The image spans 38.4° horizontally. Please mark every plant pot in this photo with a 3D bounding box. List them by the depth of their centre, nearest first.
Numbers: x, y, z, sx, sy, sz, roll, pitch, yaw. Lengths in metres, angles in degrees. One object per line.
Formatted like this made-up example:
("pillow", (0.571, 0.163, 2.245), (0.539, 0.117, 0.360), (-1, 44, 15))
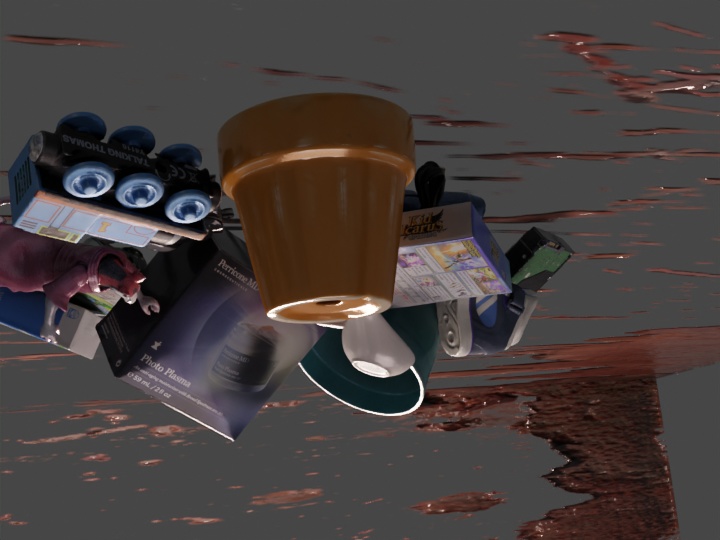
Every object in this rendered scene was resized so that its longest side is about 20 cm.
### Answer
("plant pot", (-0.037, -0.050, 1.018), (0.198, 0.186, 0.200), (-5, 167, -1))
("plant pot", (0.032, 0.069, 1.469), (0.198, 0.189, 0.201), (19, 144, 14))

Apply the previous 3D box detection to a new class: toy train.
("toy train", (-0.231, -0.077, 0.982), (0.199, 0.087, 0.114), (14, 137, -41))

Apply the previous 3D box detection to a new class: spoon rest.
("spoon rest", (0.006, 0.080, 1.284), (0.098, 0.061, 0.200), (8, 158, 25))

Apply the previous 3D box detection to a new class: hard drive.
("hard drive", (0.220, 0.024, 1.536), (0.200, 0.038, 0.139), (-47, 155, 17))

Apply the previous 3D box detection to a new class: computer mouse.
("computer mouse", (0.002, -0.075, 1.171), (0.197, 0.044, 0.110), (-2, 137, -13))

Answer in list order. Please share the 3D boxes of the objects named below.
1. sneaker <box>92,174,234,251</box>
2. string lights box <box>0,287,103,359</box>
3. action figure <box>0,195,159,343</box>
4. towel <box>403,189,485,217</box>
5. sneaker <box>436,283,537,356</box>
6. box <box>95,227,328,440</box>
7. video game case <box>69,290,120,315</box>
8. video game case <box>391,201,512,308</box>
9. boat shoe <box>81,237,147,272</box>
("sneaker", (-0.213, -0.072, 1.109), (0.113, 0.076, 0.200), (-13, 169, 18))
("string lights box", (-0.452, 0.052, 1.387), (0.198, 0.060, 0.103), (20, 169, 8))
("action figure", (-0.302, -0.010, 1.115), (0.198, 0.151, 0.133), (5, -163, 35))
("towel", (0.051, -0.066, 1.290), (0.198, 0.049, 0.111), (1, 164, -26))
("sneaker", (0.178, 0.016, 1.428), (0.145, 0.203, 0.080), (-9, -168, -30))
("box", (-0.180, 0.068, 1.269), (0.199, 0.199, 0.123), (35, -173, -37))
("video game case", (-0.356, 0.014, 1.323), (0.181, 0.022, 0.200), (1, 157, 37))
("video game case", (0.068, -0.012, 1.204), (0.179, 0.046, 0.200), (-7, 159, 18))
("boat shoe", (-0.316, -0.003, 1.393), (0.057, 0.068, 0.200), (-48, 158, -12))
